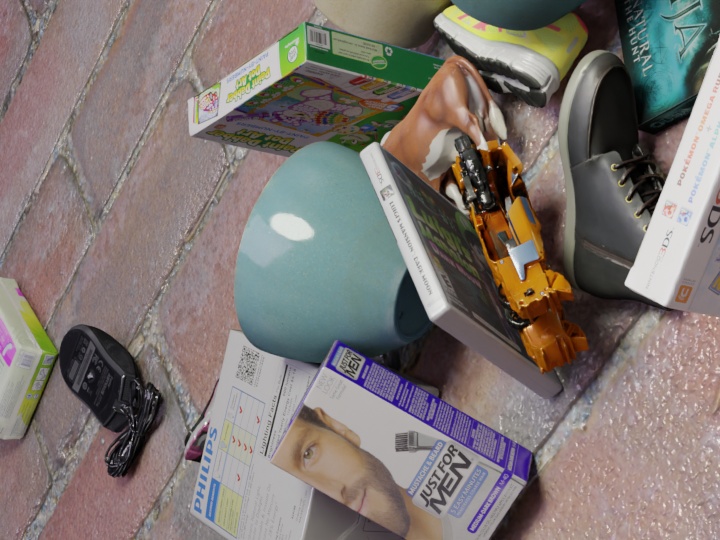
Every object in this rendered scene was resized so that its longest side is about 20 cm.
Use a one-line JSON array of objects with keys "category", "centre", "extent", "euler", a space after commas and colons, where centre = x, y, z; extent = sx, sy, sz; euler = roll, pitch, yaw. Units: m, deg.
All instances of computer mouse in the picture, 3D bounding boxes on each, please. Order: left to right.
[{"category": "computer mouse", "centre": [-0.305, 0.146, 1.921], "extent": [0.200, 0.052, 0.139], "euler": [47, 121, 35]}]

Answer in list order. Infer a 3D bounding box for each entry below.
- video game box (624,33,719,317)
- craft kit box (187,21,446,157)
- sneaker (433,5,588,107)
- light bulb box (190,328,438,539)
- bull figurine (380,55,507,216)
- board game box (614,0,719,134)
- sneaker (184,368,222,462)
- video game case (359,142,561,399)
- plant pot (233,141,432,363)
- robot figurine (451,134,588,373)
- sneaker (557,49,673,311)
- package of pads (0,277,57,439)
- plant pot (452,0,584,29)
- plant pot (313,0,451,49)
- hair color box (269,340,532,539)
[{"category": "video game box", "centre": [0.286, -0.053, 1.048], "extent": [0.047, 0.199, 0.184], "euler": [36, 111, 49]}, {"category": "craft kit box", "centre": [-0.032, -0.163, 1.500], "extent": [0.197, 0.199, 0.049], "euler": [-21, 66, 49]}, {"category": "sneaker", "centre": [0.140, -0.210, 1.401], "extent": [0.090, 0.078, 0.200], "euler": [-48, 34, -2]}, {"category": "light bulb box", "centre": [-0.048, 0.177, 1.502], "extent": [0.199, 0.124, 0.200], "euler": [20, 98, 54]}, {"category": "bull figurine", "centre": [0.070, -0.108, 1.445], "extent": [0.122, 0.065, 0.200], "euler": [59, 148, 19]}, {"category": "board game box", "centre": [0.264, -0.229, 1.263], "extent": [0.135, 0.028, 0.202], "euler": [-30, 59, 47]}, {"category": "sneaker", "centre": [-0.121, 0.125, 1.670], "extent": [0.200, 0.080, 0.087], "euler": [-50, 33, 23]}, {"category": "video game case", "centre": [0.086, 0.002, 1.309], "extent": [0.023, 0.200, 0.183], "euler": [-35, 52, 17]}, {"category": "plant pot", "centre": [0.000, 0.000, 1.393], "extent": [0.134, 0.200, 0.202], "euler": [20, 99, 29]}, {"category": "robot figurine", "centre": [0.128, -0.022, 1.290], "extent": [0.058, 0.145, 0.201], "euler": [-20, 51, 4]}, {"category": "sneaker", "centre": [0.219, -0.071, 1.236], "extent": [0.106, 0.074, 0.202], "euler": [17, 117, 48]}, {"category": "package of pads", "centre": [-0.502, 0.123, 2.169], "extent": [0.200, 0.068, 0.155], "euler": [47, 119, 48]}, {"category": "plant pot", "centre": [0.132, -0.279, 1.275], "extent": [0.201, 0.198, 0.136], "euler": [57, 143, 43]}, {"category": "plant pot", "centre": [0.041, -0.319, 1.470], "extent": [0.184, 0.199, 0.201], "euler": [-64, 38, 37]}, {"category": "hair color box", "centre": [0.035, 0.161, 1.340], "extent": [0.110, 0.199, 0.065], "euler": [-60, 0, 23]}]
